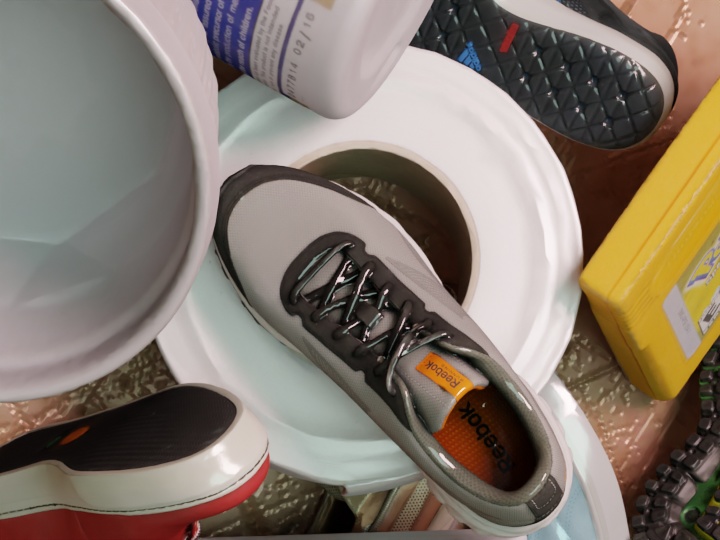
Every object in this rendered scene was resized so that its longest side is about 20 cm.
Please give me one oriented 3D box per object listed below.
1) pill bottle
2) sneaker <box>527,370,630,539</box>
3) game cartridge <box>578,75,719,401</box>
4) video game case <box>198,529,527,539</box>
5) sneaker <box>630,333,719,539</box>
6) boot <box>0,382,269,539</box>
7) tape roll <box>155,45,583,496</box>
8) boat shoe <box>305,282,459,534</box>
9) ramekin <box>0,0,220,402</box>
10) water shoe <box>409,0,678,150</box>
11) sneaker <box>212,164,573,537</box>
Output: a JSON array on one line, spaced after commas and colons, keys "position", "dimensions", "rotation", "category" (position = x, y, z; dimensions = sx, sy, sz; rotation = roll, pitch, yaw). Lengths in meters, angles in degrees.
[{"position": [-0.065, -0.161, 0.826], "dimensions": [0.199, 0.120, 0.120], "rotation": [29, 88, 9], "category": "pill bottle"}, {"position": [0.087, 0.134, 0.975], "dimensions": [0.082, 0.074, 0.201], "rotation": [-24, 104, -17], "category": "sneaker"}, {"position": [0.177, -0.032, 0.931], "dimensions": [0.032, 0.200, 0.177], "rotation": [34, 85, 19], "category": "game cartridge"}, {"position": [-0.006, 0.214, 0.921], "dimensions": [0.199, 0.023, 0.183], "rotation": [-5, 102, 20], "category": "video game case"}, {"position": [0.211, 0.093, 1.004], "dimensions": [0.200, 0.078, 0.085], "rotation": [-54, 129, -22], "category": "sneaker"}, {"position": [-0.084, 0.132, 0.854], "dimensions": [0.072, 0.200, 0.145], "rotation": [-37, 103, -39], "category": "boot"}, {"position": [0.000, 0.000, 0.890], "dimensions": [0.201, 0.071, 0.204], "rotation": [0, 82, -3], "category": "tape roll"}, {"position": [0.012, 0.100, 0.946], "dimensions": [0.071, 0.076, 0.201], "rotation": [17, 90, -18], "category": "boat shoe"}, {"position": [-0.148, -0.058, 0.763], "dimensions": [0.199, 0.105, 0.201], "rotation": [2, 118, 4], "category": "ramekin"}, {"position": [0.062, -0.126, 0.937], "dimensions": [0.200, 0.079, 0.072], "rotation": [35, 118, 2], "category": "water shoe"}, {"position": [0.016, 0.028, 0.812], "dimensions": [0.200, 0.079, 0.074], "rotation": [45, 84, 6], "category": "sneaker"}]
